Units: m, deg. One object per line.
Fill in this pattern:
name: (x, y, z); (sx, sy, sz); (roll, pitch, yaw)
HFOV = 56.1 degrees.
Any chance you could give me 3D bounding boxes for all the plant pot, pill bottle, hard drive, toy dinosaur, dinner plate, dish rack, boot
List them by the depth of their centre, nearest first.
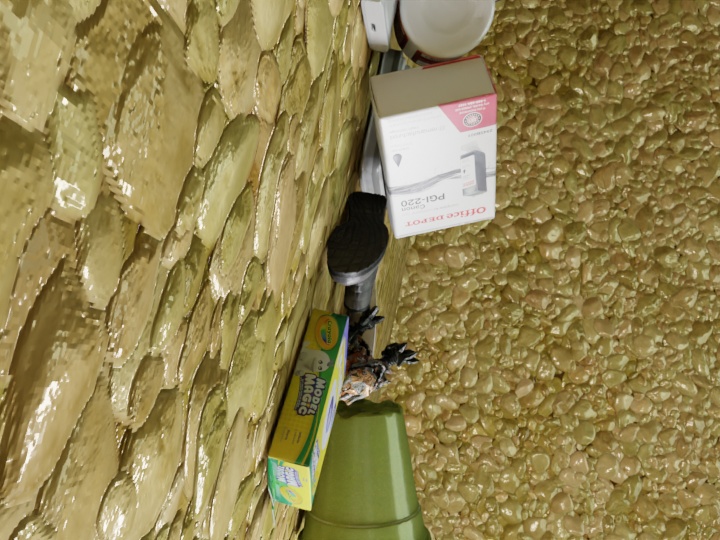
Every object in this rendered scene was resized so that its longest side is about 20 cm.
hard drive: (0.035, -0.363, 0.736); (0.132, 0.026, 0.205); (30, 71, -84)
boot: (0.000, 0.000, 0.837); (0.201, 0.068, 0.134); (-67, 165, -59)
pill bottle: (0.099, -0.323, 0.862); (0.200, 0.111, 0.117); (-92, -168, -78)
toy dinosaur: (-0.010, 0.123, 0.896); (0.136, 0.198, 0.103); (-45, 117, -20)
plant pot: (0.003, 0.292, 0.982); (0.200, 0.195, 0.195); (7, 81, -84)
dish rack: (0.040, -0.207, 0.987); (0.172, 0.042, 0.205); (66, 35, -78)
dinner plate: (-0.001, 0.098, 1.068); (0.200, 0.024, 0.206); (-175, -90, -81)

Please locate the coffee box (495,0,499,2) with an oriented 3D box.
coffee box: (0.135, -0.451, 0.919); (0.199, 0.078, 0.116); (7, 74, -70)

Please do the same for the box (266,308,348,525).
box: (-0.055, 0.157, 0.715); (0.119, 0.047, 0.203); (94, 11, -52)

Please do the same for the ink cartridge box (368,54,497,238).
ink cartridge box: (0.095, -0.149, 0.853); (0.202, 0.142, 0.086); (78, 2, -50)
